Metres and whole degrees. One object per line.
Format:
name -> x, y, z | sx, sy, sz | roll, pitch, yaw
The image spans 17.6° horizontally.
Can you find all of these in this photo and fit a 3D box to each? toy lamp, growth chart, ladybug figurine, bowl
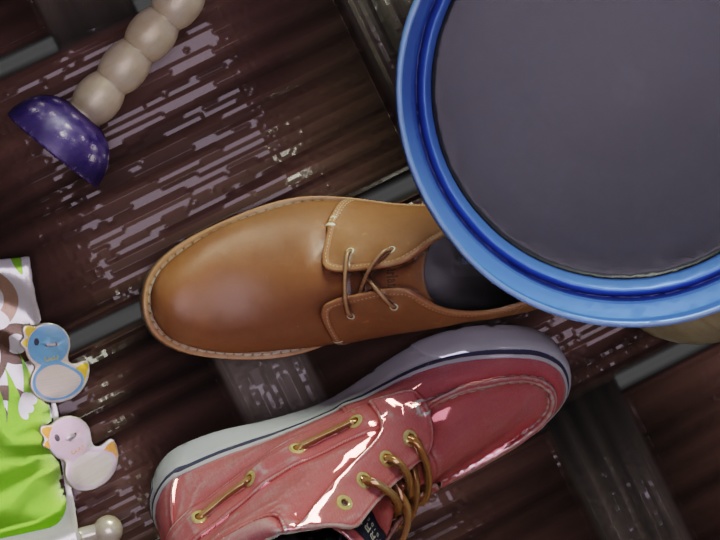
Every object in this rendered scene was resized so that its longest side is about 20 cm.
toy lamp -> -0.071, -0.128, 1.028 | 0.058, 0.058, 0.200 | 40, 91, -7
growth chart -> -0.197, 0.051, 1.045 | 0.145, 0.018, 0.200 | -22, 97, -5
ladybug figurine -> 0.159, -0.065, 1.048 | 0.136, 0.072, 0.200 | 0, 94, -6
bowl -> 0.114, -0.077, 0.983 | 0.201, 0.039, 0.201 | 0, 99, -2

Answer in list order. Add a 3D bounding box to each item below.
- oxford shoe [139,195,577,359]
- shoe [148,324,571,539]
oxford shoe -> 0.000, 0.000, 1.036 | 0.200, 0.071, 0.071 | -9, 95, -4
shoe -> 0.008, 0.096, 1.023 | 0.200, 0.091, 0.071 | -20, 125, -2
